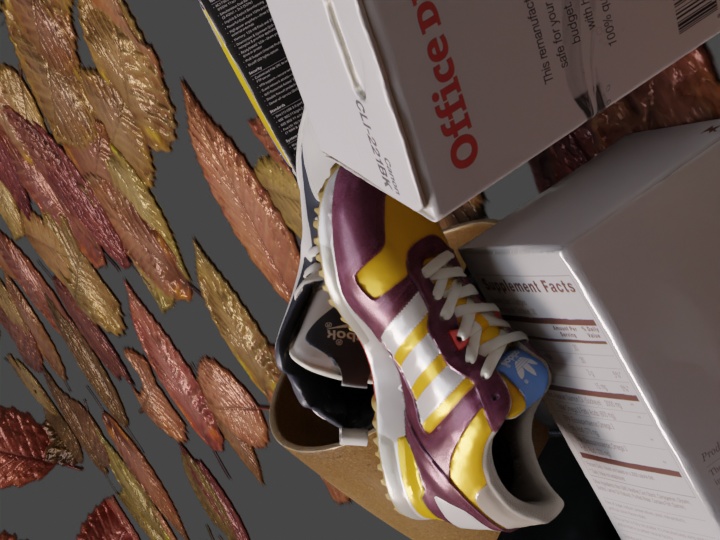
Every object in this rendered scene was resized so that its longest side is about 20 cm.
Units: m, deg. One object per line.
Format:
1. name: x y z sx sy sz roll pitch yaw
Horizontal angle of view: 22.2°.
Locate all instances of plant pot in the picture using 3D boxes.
1. plant pot: 0.079 0.104 1.104 0.200 0.186 0.186 49 164 -21

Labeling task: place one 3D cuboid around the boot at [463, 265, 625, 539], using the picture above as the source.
1. boot: 0.099 0.070 0.952 0.163 0.198 0.073 53 158 -12

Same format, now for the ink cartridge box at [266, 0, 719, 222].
1. ink cartridge box: 0.062 -0.135 0.690 0.084 0.200 0.144 31 149 49

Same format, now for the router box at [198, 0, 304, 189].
1. router box: -0.054 -0.132 1.101 0.149 0.051 0.200 62 180 -15

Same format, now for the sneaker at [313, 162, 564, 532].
1. sneaker: 0.045 0.030 0.862 0.090 0.075 0.200 2 118 38

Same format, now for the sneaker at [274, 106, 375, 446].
1. sneaker: 0.000 0.000 0.937 0.130 0.079 0.199 -91 10 -62

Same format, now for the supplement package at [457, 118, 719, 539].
1. supplement package: 0.159 0.043 0.871 0.200 0.117 0.117 60 162 -10
